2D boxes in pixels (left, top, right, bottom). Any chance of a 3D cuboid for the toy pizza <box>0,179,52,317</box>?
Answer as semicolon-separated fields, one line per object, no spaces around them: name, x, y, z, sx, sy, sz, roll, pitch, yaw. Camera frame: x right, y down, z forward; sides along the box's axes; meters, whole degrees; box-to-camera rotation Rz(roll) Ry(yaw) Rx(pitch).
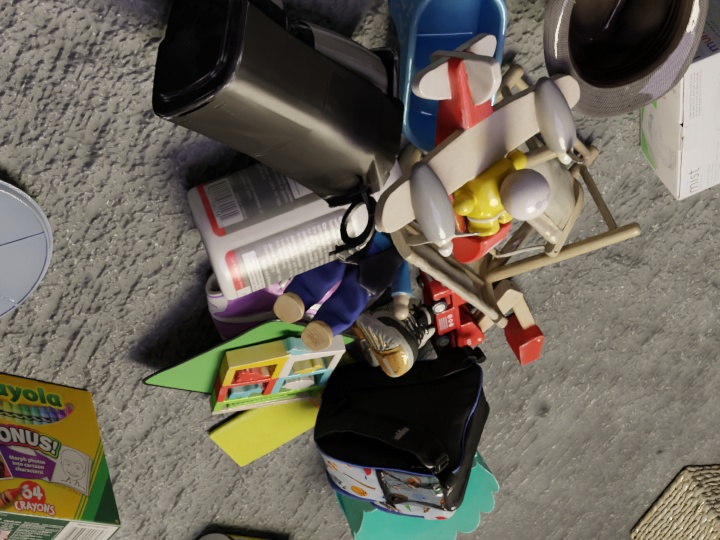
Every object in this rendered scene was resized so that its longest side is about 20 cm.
toy pizza;-0.382;-0.017;1.156;0.197;0.032;0.202;-17;140;-14

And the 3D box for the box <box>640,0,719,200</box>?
box;0.393;-0.197;1.338;0.174;0.097;0.201;-22;141;-4

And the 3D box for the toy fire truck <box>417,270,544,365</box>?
toy fire truck;0.146;0.051;1.508;0.139;0.049;0.201;-21;139;-8

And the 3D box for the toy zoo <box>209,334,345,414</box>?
toy zoo;-0.093;0.111;1.392;0.129;0.021;0.200;-8;159;-16

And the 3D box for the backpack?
backpack;0.045;0.189;1.465;0.187;0.201;0.156;8;133;16

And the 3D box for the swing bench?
swing bench;0.150;-0.070;1.322;0.199;0.131;0.198;-35;141;19

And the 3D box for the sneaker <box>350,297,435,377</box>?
sneaker;0.043;0.061;1.391;0.087;0.200;0.076;-29;97;-6

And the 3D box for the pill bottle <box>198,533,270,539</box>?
pill bottle;-0.131;0.420;1.705;0.198;0.112;0.112;18;124;-40

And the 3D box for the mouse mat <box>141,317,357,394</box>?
mouse mat;-0.119;0.097;1.376;0.198;0.008;0.160;-24;158;28

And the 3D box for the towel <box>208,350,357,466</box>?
towel;-0.083;0.167;1.535;0.198;0.018;0.086;-31;135;6

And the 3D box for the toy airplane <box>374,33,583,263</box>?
toy airplane;0.111;-0.102;1.110;0.202;0.141;0.198;-59;148;8

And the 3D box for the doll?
doll;0.000;0.000;1.304;0.200;0.136;0.048;-46;-179;-37

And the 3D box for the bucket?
bucket;0.061;0.265;1.624;0.204;0.136;0.209;-16;139;-14

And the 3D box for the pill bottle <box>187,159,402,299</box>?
pill bottle;-0.059;-0.058;1.226;0.197;0.115;0.115;-21;141;-7

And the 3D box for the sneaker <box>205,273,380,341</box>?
sneaker;-0.066;0.009;1.329;0.198;0.073;0.115;-22;138;-6

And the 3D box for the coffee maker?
coffee maker;-0.064;-0.141;1.070;0.198;0.194;0.134;21;131;-41

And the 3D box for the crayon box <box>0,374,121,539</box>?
crayon box;-0.354;0.190;1.282;0.198;0.174;0.058;18;127;-41

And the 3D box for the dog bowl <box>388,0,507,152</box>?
dog bowl;0.081;-0.197;1.179;0.110;0.050;0.202;-5;130;-12

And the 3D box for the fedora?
fedora;0.236;-0.255;1.194;0.175;0.091;0.202;-24;134;-6

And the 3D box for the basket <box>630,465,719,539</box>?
basket;0.588;0.443;2.090;0.196;0.162;0.201;3;132;-31
